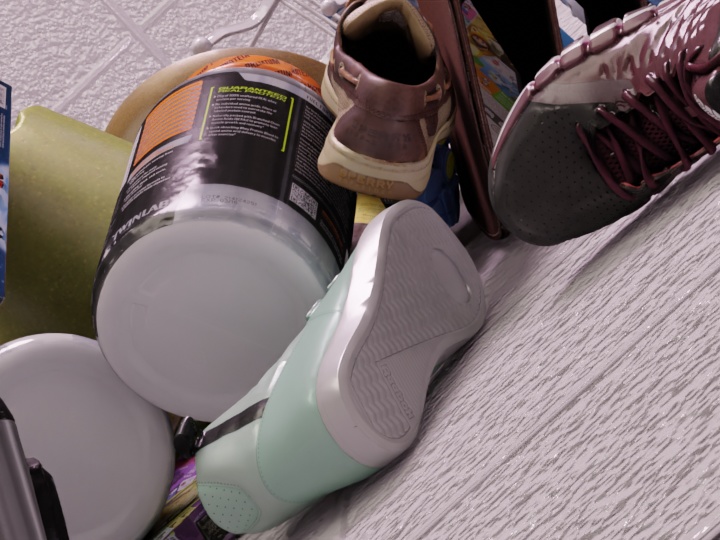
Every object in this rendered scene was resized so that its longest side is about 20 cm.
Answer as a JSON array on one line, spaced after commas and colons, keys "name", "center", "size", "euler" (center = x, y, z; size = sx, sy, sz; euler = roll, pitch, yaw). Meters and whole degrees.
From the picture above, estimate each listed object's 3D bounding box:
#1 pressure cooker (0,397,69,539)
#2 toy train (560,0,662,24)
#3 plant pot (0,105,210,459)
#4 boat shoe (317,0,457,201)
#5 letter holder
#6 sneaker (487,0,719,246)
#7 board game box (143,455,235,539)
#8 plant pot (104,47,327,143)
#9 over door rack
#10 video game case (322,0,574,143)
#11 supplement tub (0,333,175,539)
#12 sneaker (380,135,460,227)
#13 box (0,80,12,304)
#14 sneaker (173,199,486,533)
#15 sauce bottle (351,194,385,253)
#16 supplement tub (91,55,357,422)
[{"name": "pressure cooker", "center": [-0.212, 0.166, 1.121], "size": [0.178, 0.200, 0.176], "euler": [-19, -7, 16]}, {"name": "toy train", "center": [0.197, -0.227, 1.611], "size": [0.200, 0.087, 0.114], "euler": [-41, 13, 23]}, {"name": "plant pot", "center": [-0.145, 0.002, 1.497], "size": [0.201, 0.184, 0.200], "euler": [-59, -7, -12]}, {"name": "boat shoe", "center": [0.017, -0.103, 1.277], "size": [0.200, 0.072, 0.072], "euler": [-74, -3, -66]}, {"name": "letter holder", "center": [0.098, -0.096, 1.373], "size": [0.100, 0.143, 0.200], "euler": [-12, 6, -2]}, {"name": "sneaker", "center": [0.128, -0.070, 1.055], "size": [0.200, 0.076, 0.116], "euler": [-41, 10, 19]}, {"name": "board game box", "center": [-0.103, 0.138, 1.327], "size": [0.120, 0.032, 0.200], "euler": [-48, 7, -17]}, {"name": "plant pot", "center": [-0.067, -0.044, 1.580], "size": [0.200, 0.200, 0.028], "euler": [-40, 24, 25]}, {"name": "over door rack", "center": [-0.052, -0.088, 1.651], "size": [0.067, 0.148, 0.200], "euler": [-2, -58, -52]}, {"name": "video game case", "center": [0.062, -0.144, 1.620], "size": [0.018, 0.143, 0.200], "euler": [-51, 8, -19]}, {"name": "supplement tub", "center": [-0.175, 0.102, 1.338], "size": [0.123, 0.123, 0.200], "euler": [-45, 7, -17]}, {"name": "sneaker", "center": [0.010, -0.067, 1.446], "size": [0.083, 0.071, 0.200], "euler": [-11, 21, -4]}, {"name": "box", "center": [-0.239, -0.005, 1.376], "size": [0.137, 0.038, 0.200], "euler": [-50, 27, 26]}, {"name": "sneaker", "center": [-0.016, 0.043, 1.171], "size": [0.118, 0.074, 0.200], "euler": [-32, 13, 30]}, {"name": "sauce bottle", "center": [0.000, 0.000, 1.421], "size": [0.065, 0.065, 0.200], "euler": [-42, 6, 16]}, {"name": "supplement tub", "center": [-0.064, -0.024, 1.294], "size": [0.122, 0.122, 0.200], "euler": [-41, 20, 25]}]
